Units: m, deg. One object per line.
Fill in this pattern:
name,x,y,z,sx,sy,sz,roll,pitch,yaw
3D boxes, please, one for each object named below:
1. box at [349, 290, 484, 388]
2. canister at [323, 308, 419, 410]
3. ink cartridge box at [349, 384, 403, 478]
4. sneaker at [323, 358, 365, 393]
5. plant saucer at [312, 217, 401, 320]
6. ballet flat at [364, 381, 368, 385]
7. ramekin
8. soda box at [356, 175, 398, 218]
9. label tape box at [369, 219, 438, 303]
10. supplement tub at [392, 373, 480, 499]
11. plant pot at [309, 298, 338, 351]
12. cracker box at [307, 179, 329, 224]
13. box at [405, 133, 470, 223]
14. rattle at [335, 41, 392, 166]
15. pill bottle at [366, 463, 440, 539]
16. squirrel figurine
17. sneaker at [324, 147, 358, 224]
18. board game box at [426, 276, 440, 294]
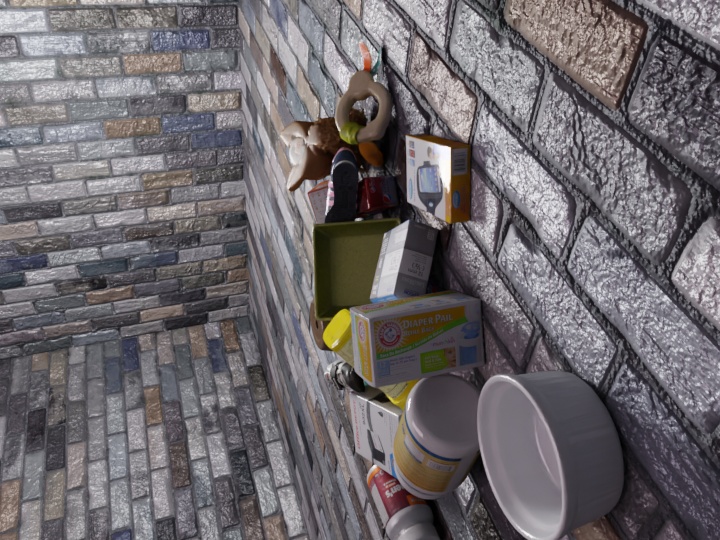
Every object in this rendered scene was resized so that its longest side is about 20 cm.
box,0.090,0.107,1.023,0.101,0.195,0.115,-161,64,-70
canister,0.026,0.173,1.254,0.199,0.087,0.148,40,177,-14
ink cartridge box,0.063,0.342,1.352,0.199,0.082,0.149,9,108,59
sneaker,-0.038,0.239,1.409,0.200,0.086,0.076,160,93,-88
plant saucer,0.000,0.000,1.323,0.048,0.195,0.206,7,-99,-73
ballet flat,0.033,0.248,1.529,0.071,0.066,0.204,62,-171,-62
ramekin,0.234,0.223,0.787,0.200,0.095,0.206,172,90,-73
soda box,0.015,-0.155,1.358,0.200,0.068,0.065,169,93,-73
label tape box,0.070,0.023,1.157,0.143,0.065,0.205,158,128,-72
supplement tub,0.131,0.287,1.071,0.202,0.141,0.146,101,154,-47
plant pot,-0.020,0.110,1.428,0.200,0.171,0.206,171,90,-72
cracker box,-0.056,-0.106,1.479,0.134,0.056,0.204,-62,-43,-70
box,0.122,-0.161,1.063,0.200,0.041,0.122,-142,46,-63
rattle,0.030,-0.341,1.292,0.128,0.141,0.205,-13,67,41
pill bottle,0.093,0.513,1.360,0.201,0.107,0.112,-120,27,-49
squirrel figurine,-0.054,-0.268,1.398,0.199,0.184,0.145,-31,65,43
sneaker,-0.037,-0.163,1.322,0.083,0.068,0.202,-91,11,-45
board game box,0.114,0.106,1.211,0.202,0.038,0.160,105,151,-52
